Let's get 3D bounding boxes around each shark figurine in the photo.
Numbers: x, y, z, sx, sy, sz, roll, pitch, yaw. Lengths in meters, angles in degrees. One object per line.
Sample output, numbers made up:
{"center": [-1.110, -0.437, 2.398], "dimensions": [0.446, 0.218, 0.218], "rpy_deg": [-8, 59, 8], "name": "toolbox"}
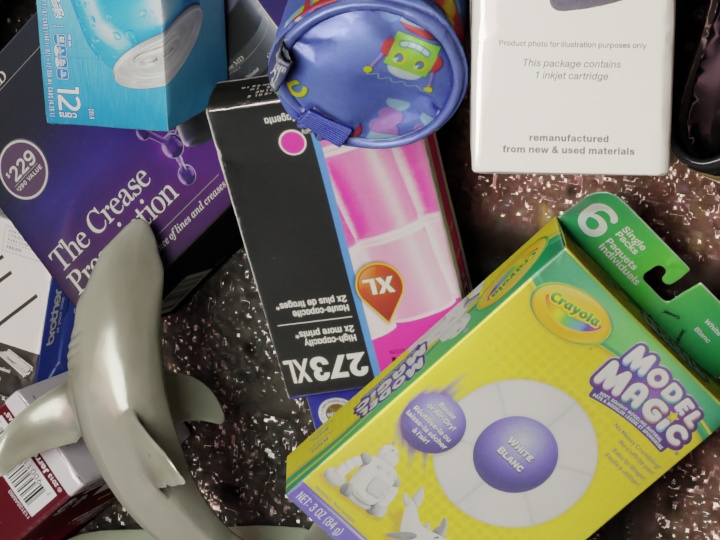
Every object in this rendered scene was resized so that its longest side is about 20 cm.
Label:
{"center": [-0.078, 0.098, 1.045], "dimensions": [0.215, 0.128, 0.089], "rpy_deg": [52, 164, -17], "name": "shark figurine"}

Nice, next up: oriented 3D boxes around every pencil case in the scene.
{"center": [0.004, -0.128, 0.966], "dimensions": [0.078, 0.200, 0.087], "rpy_deg": [35, 121, -22], "name": "pencil case"}

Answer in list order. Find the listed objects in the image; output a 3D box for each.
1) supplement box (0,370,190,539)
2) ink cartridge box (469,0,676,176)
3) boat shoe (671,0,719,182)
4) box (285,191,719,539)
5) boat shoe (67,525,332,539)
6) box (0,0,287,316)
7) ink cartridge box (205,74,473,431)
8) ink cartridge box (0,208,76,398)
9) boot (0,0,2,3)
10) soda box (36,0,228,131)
{"center": [-0.193, 0.129, 1.159], "dimensions": [0.200, 0.109, 0.061], "rpy_deg": [-40, 81, 27], "name": "supplement box"}
{"center": [0.088, -0.149, 0.940], "dimensions": [0.084, 0.145, 0.201], "rpy_deg": [1, 101, 2], "name": "ink cartridge box"}
{"center": [0.173, -0.132, 0.959], "dimensions": [0.074, 0.062, 0.201], "rpy_deg": [19, 106, 24], "name": "boat shoe"}
{"center": [0.076, 0.067, 1.013], "dimensions": [0.200, 0.048, 0.117], "rpy_deg": [-43, 105, 13], "name": "box"}
{"center": [-0.070, 0.176, 1.138], "dimensions": [0.200, 0.070, 0.072], "rpy_deg": [0, 121, 23], "name": "boat shoe"}
{"center": [-0.090, -0.086, 1.088], "dimensions": [0.200, 0.079, 0.141], "rpy_deg": [-43, 77, 26], "name": "box"}
{"center": [0.000, 0.000, 1.034], "dimensions": [0.094, 0.037, 0.200], "rpy_deg": [-8, 120, 13], "name": "ink cartridge box"}
{"center": [-0.240, -0.002, 1.194], "dimensions": [0.200, 0.044, 0.094], "rpy_deg": [16, 104, 23], "name": "ink cartridge box"}
{"center": [-0.194, -0.127, 1.088], "dimensions": [0.201, 0.071, 0.144], "rpy_deg": [0, 73, 48], "name": "boot"}
{"center": [-0.104, -0.166, 0.982], "dimensions": [0.064, 0.068, 0.201], "rpy_deg": [5, 110, 21], "name": "soda box"}
